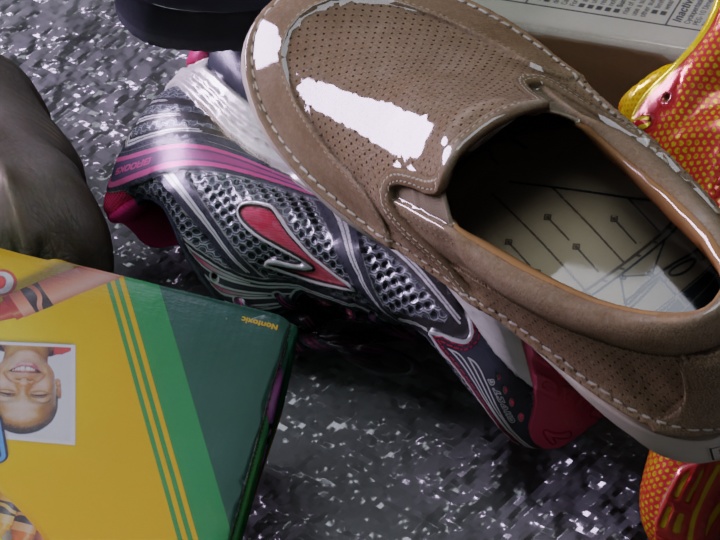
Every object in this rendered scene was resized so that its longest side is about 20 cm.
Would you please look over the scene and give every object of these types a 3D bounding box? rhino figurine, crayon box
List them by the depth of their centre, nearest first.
[{"bbox_3d":[-0.129,0.051,0.766,0.200,0.058,0.119,13,51,1],"label":"crayon box"},{"bbox_3d":[-0.126,-0.037,0.896,0.060,0.087,0.200,-21,41,-11],"label":"rhino figurine"}]

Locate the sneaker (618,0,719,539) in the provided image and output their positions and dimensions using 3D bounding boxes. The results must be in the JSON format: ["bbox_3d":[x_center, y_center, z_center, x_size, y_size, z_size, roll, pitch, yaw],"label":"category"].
[{"bbox_3d":[0.107,-0.014,0.787,0.077,0.073,0.200,9,75,23],"label":"sneaker"}]

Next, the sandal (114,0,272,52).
[{"bbox_3d":[0.006,-0.126,0.883,0.200,0.043,0.076,-26,40,-22],"label":"sandal"}]

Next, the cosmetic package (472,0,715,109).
[{"bbox_3d":[0.077,-0.081,0.909,0.200,0.071,0.105,13,46,26],"label":"cosmetic package"}]

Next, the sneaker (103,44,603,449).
[{"bbox_3d":[0.000,0.000,0.843,0.075,0.081,0.200,-51,48,0],"label":"sneaker"}]

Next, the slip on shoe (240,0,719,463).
[{"bbox_3d":[0.037,-0.027,0.745,0.076,0.061,0.200,-40,57,-6],"label":"slip on shoe"}]
